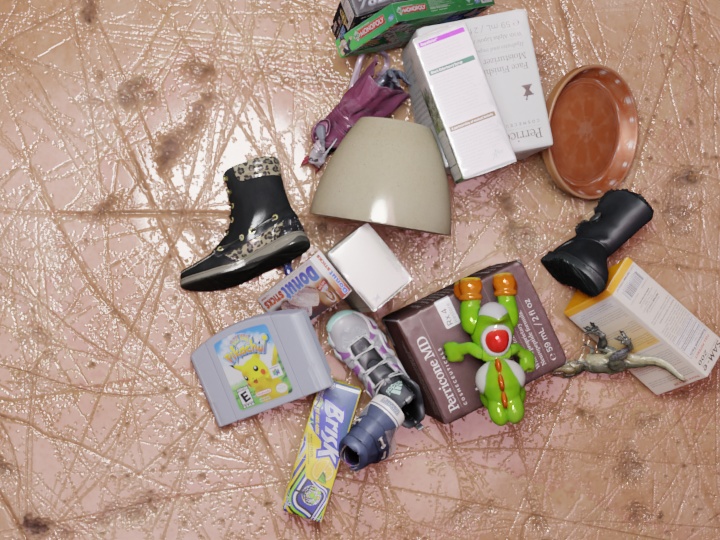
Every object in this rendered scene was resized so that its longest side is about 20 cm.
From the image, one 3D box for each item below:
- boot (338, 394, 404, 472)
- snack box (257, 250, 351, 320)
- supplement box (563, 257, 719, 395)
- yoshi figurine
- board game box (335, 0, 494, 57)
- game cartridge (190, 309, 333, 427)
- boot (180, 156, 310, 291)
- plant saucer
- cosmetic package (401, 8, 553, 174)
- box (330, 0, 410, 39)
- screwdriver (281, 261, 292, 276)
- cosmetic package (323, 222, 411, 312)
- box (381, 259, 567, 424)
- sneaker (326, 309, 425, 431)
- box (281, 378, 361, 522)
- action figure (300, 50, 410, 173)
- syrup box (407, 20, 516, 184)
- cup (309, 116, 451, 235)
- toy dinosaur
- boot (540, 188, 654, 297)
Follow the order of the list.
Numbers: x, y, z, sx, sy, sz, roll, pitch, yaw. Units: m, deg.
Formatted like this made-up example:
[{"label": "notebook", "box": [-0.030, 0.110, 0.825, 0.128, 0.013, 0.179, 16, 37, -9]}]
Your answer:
[{"label": "boot", "box": [0.002, 0.247, 1.521, 0.073, 0.200, 0.090, 38, 65, 15]}, {"label": "snack box", "box": [-0.082, 0.035, 1.526, 0.024, 0.200, 0.072, -40, 93, -32]}, {"label": "supplement box", "box": [0.423, 0.085, 1.614, 0.200, 0.126, 0.074, 41, 62, -5]}, {"label": "yoshi figurine", "box": [0.180, 0.111, 1.453, 0.112, 0.112, 0.201, 9, 68, -46]}, {"label": "board game box", "box": [0.079, -0.355, 1.546, 0.200, 0.134, 0.029, -20, 91, -39]}, {"label": "game cartridge", "box": [-0.147, 0.134, 1.544, 0.199, 0.040, 0.134, -23, 87, 24]}, {"label": "boot", "box": [-0.184, -0.065, 1.581, 0.203, 0.073, 0.154, -22, 72, 13]}, {"label": "plant saucer", "box": [0.344, -0.209, 1.631, 0.200, 0.032, 0.201, -6, 100, -36]}, {"label": "cosmetic package", "box": [0.166, -0.253, 1.579, 0.164, 0.165, 0.201, -13, 90, -6]}, {"label": "box", "box": [0.064, -0.391, 1.555, 0.199, 0.198, 0.050, -21, 92, -7]}, {"label": "screwdriver", "box": [-0.095, 0.026, 1.603, 0.029, 0.028, 0.201, -23, 87, 21]}, {"label": "cosmetic package", "box": [0.000, 0.000, 1.532, 0.073, 0.200, 0.104, -39, 94, -8]}, {"label": "box", "box": [0.161, 0.101, 1.566, 0.199, 0.164, 0.166, -26, 92, -7]}, {"label": "sneaker", "box": [0.035, 0.148, 1.531, 0.078, 0.140, 0.200, -41, 117, -3]}, {"label": "box", "box": [-0.055, 0.259, 1.578, 0.064, 0.070, 0.201, 16, 86, 2]}, {"label": "action figure", "box": [-0.023, -0.228, 1.587, 0.200, 0.134, 0.149, -42, 55, 18]}, {"label": "syrup box", "box": [0.135, -0.224, 1.452, 0.081, 0.079, 0.201, -20, 90, -4]}, {"label": "cup", "box": [0.038, -0.133, 1.494, 0.199, 0.200, 0.144, 9, 91, -7]}, {"label": "toy dinosaur", "box": [0.376, 0.124, 1.600, 0.048, 0.199, 0.088, -55, 131, -42]}, {"label": "boot", "box": [0.359, -0.048, 1.579, 0.168, 0.200, 0.076, -43, 97, -1]}]
